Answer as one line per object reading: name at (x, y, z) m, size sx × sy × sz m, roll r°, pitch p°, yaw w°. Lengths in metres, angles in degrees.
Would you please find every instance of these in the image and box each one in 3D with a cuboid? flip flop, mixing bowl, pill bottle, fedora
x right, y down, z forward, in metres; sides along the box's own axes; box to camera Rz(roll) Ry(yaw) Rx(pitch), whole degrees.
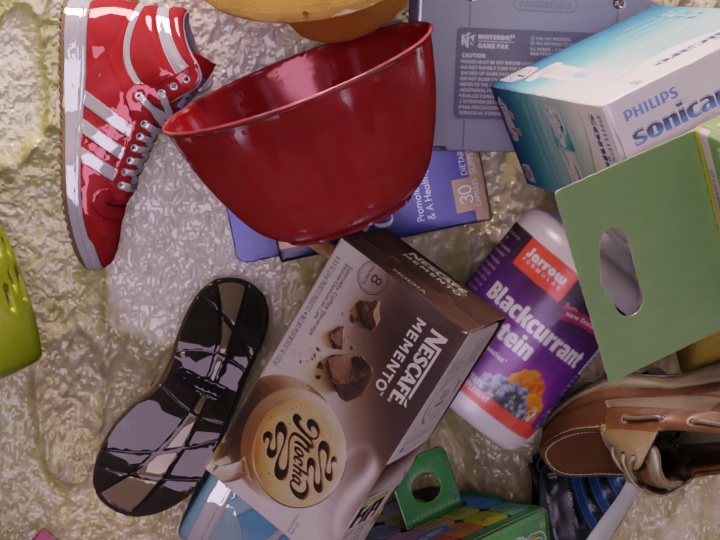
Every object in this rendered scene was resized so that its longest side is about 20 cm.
flip flop at (-0.134, 0.098, 1.244) m, size 0.081 × 0.058 × 0.201 m, roll 27°, pitch 82°, yaw -1°
mixing bowl at (-0.025, -0.086, 1.122) m, size 0.199 × 0.200 × 0.109 m, roll -22°, pitch 106°, yaw 1°
pill bottle at (0.137, 0.025, 1.211) m, size 0.111 × 0.111 × 0.200 m, roll 38°, pitch 95°, yaw -7°
fedora at (-0.025, -0.223, 1.163) m, size 0.200 × 0.201 × 0.082 m, roll -20°, pitch 139°, yaw 1°

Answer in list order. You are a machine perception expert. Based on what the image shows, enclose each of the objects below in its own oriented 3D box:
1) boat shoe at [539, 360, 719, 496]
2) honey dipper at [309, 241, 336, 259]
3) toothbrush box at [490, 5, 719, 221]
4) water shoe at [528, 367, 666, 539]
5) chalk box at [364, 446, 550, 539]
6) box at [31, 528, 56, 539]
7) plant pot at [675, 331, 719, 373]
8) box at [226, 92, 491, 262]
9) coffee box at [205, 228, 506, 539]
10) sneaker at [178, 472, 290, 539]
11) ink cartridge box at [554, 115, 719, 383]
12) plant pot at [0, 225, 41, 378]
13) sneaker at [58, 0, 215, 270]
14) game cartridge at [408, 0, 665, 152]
boat shoe at (0.210, 0.118, 1.146) m, size 0.199 × 0.074 × 0.076 m, roll -21°, pitch 124°, yaw 40°
honey dipper at (0.000, 0.000, 1.181) m, size 0.200 × 0.038 × 0.038 m, roll 34°, pitch 97°, yaw 19°
toothbrush box at (0.198, -0.114, 1.106) m, size 0.146 × 0.200 × 0.086 m, roll -26°, pitch 105°, yaw -11°
water shoe at (0.172, 0.158, 1.254) m, size 0.079 × 0.072 × 0.201 m, roll 26°, pitch 97°, yaw -4°
chalk box at (0.064, 0.237, 1.213) m, size 0.124 × 0.124 × 0.201 m, roll -17°, pitch 104°, yaw -42°
box at (-0.271, 0.313, 1.196) m, size 0.097 × 0.200 × 0.176 m, roll 41°, pitch 96°, yaw -8°
plant pot at (0.325, 0.008, 1.183) m, size 0.195 × 0.194 × 0.201 m, roll 24°, pitch 111°, yaw -6°
box at (-0.008, -0.079, 1.230) m, size 0.199 × 0.032 × 0.122 m, roll -12°, pitch 99°, yaw 0°
coffee box at (-0.004, 0.085, 1.122) m, size 0.113 × 0.080 × 0.201 m, roll 37°, pitch 108°, yaw 16°
sneaker at (-0.040, 0.148, 1.242) m, size 0.130 × 0.080 × 0.201 m, roll 30°, pitch 106°, yaw -5°
ink cartridge box at (0.233, -0.023, 1.010) m, size 0.199 × 0.048 × 0.146 m, roll -26°, pitch 115°, yaw -13°
plant pot at (-0.350, -0.003, 1.150) m, size 0.199 × 0.199 × 0.183 m, roll -9°, pitch 93°, yaw 0°
sneaker at (-0.162, -0.100, 1.200) m, size 0.112 × 0.071 × 0.201 m, roll -1°, pitch 97°, yaw 1°
game cartridge at (0.129, -0.154, 1.202) m, size 0.199 × 0.040 × 0.134 m, roll 1°, pitch 102°, yaw -16°
